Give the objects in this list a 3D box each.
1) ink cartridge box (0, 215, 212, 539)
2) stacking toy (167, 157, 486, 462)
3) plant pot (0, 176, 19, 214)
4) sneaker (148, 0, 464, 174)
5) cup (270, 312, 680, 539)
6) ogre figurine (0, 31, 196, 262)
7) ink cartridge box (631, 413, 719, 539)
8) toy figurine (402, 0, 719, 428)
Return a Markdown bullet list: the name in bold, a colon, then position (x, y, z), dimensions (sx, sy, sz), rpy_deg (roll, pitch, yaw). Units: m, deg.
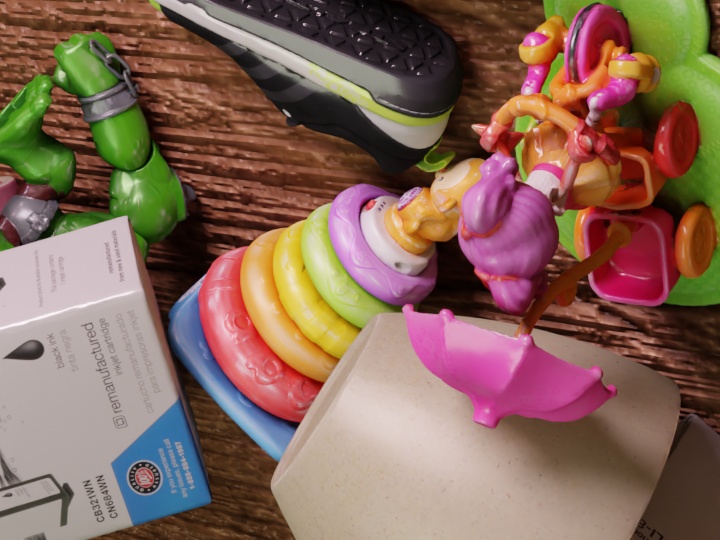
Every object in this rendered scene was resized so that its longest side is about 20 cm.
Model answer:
- **ink cartridge box**: position (-0.195, 0.075, 1.027), dimensions (0.199, 0.084, 0.146), rpy_deg (-17, 122, -3)
- **stacking toy**: position (0.000, 0.000, 1.019), dimensions (0.110, 0.116, 0.200), rpy_deg (48, 127, -4)
- **plant pot**: position (-0.247, 0.046, 1.181), dimensions (0.199, 0.200, 0.180), rpy_deg (-5, 105, 40)
- **sneaker**: position (-0.041, -0.107, 0.973), dimensions (0.200, 0.072, 0.083), rpy_deg (31, 138, 14)
- **cup**: position (0.041, 0.102, 0.953), dimensions (0.143, 0.201, 0.200), rpy_deg (32, 138, -3)
- **ogre figurine**: position (-0.173, -0.023, 1.085), dimensions (0.120, 0.200, 0.098), rpy_deg (39, 154, -24)
- **ink cartridge box**: position (0.150, 0.206, 1.021), dimensions (0.145, 0.145, 0.200), rpy_deg (40, 138, 3)
- **toy figurine**: position (0.090, -0.021, 0.856), dimensions (0.150, 0.184, 0.201), rpy_deg (8, 127, 33)
